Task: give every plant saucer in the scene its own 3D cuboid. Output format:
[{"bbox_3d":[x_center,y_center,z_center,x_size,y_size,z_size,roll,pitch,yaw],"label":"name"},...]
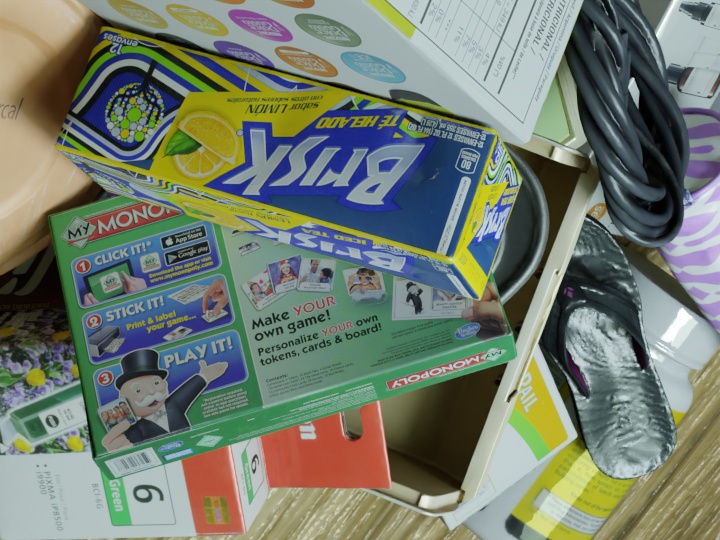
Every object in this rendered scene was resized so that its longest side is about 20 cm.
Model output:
[{"bbox_3d":[-0.193,-0.072,1.004,0.200,0.032,0.201,-20,132,-23],"label":"plant saucer"}]

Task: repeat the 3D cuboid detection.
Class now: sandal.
[{"bbox_3d":[0.146,0.045,1.309,0.075,0.048,0.201,-28,115,0],"label":"sandal"}]

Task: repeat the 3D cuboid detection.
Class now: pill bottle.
[{"bbox_3d":[0.145,0.090,1.414,0.114,0.114,0.200,24,106,-46],"label":"pill bottle"}]

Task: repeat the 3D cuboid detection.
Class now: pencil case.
[{"bbox_3d":[0.229,-0.017,1.305,0.085,0.084,0.200,-22,135,20],"label":"pencil case"}]

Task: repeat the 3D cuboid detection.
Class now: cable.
[{"bbox_3d":[0.130,-0.111,1.105,0.051,0.201,0.163,-16,172,10],"label":"cable"}]

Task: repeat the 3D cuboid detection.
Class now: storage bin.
[{"bbox_3d":[0.000,0.000,1.132,0.094,0.198,0.201,-16,127,-80],"label":"storage bin"}]

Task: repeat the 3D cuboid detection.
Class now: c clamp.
[{"bbox_3d":[-0.014,-0.033,1.076,0.171,0.200,0.027,-51,174,3],"label":"c clamp"}]

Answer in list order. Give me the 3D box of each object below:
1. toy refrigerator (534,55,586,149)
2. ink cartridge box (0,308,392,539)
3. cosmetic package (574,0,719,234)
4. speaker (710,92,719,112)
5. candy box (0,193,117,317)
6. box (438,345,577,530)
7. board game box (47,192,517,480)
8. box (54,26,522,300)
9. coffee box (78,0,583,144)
[{"bbox_3d":[0.065,-0.135,1.205,0.076,0.070,0.200,-33,137,-12],"label":"toy refrigerator"},{"bbox_3d":[-0.091,0.075,1.074,0.199,0.050,0.109,-3,111,16],"label":"ink cartridge box"},{"bbox_3d":[0.176,-0.119,1.308,0.082,0.051,0.201,9,117,-40],"label":"cosmetic package"},{"bbox_3d":[0.289,-0.068,1.337,0.088,0.200,0.089,-21,133,-24],"label":"speaker"},{"bbox_3d":[-0.173,-0.042,1.103,0.116,0.056,0.201,9,117,-42],"label":"candy box"},{"bbox_3d":[0.038,0.043,1.294,0.101,0.113,0.200,-35,136,-8],"label":"box"},{"bbox_3d":[-0.039,0.007,1.017,0.199,0.135,0.029,-16,150,2],"label":"board game box"},{"bbox_3d":[-0.032,-0.049,0.985,0.070,0.199,0.065,48,60,-68],"label":"box"},{"bbox_3d":[-0.015,-0.194,0.955,0.198,0.199,0.201,35,72,-47],"label":"coffee box"}]
